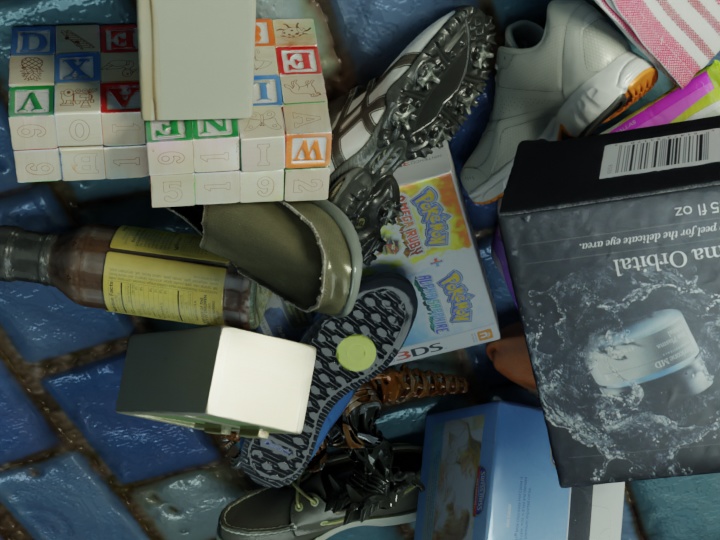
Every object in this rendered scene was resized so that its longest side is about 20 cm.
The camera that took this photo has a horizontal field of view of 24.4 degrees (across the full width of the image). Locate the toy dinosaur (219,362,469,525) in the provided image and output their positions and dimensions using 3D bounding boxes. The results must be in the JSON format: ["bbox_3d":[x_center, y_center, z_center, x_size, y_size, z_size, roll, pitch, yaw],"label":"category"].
[{"bbox_3d":[-0.009,0.128,1.354,0.199,0.136,0.102,-17,-178,11],"label":"toy dinosaur"}]

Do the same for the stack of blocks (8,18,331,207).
[{"bbox_3d":[-0.123,-0.101,1.070,0.199,0.115,0.059,-3,138,-7],"label":"stack of blocks"}]

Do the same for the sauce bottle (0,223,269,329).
[{"bbox_3d":[-0.164,-0.001,1.182,0.199,0.065,0.065,9,139,11],"label":"sauce bottle"}]

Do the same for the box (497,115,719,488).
[{"bbox_3d":[0.206,0.016,1.045,0.196,0.118,0.201,-8,114,17],"label":"box"}]

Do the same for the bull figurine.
[{"bbox_3d":[0.198,0.066,1.312,0.199,0.065,0.121,-4,151,38],"label":"bull figurine"}]

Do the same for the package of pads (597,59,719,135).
[{"bbox_3d":[0.237,-0.067,1.167,0.154,0.068,0.200,-33,157,24],"label":"package of pads"}]

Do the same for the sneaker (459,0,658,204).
[{"bbox_3d":[0.119,-0.120,1.139,0.076,0.092,0.200,-31,174,-36],"label":"sneaker"}]

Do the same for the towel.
[{"bbox_3d":[0.229,-0.223,1.019,0.200,0.030,0.146,-47,130,7],"label":"towel"}]

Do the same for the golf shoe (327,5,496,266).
[{"bbox_3d":[0.010,-0.104,1.126,0.078,0.094,0.200,26,102,-50],"label":"golf shoe"}]

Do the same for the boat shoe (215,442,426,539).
[{"bbox_3d":[-0.030,0.196,1.448,0.201,0.072,0.060,-12,137,-6],"label":"boat shoe"}]

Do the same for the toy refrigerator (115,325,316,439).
[{"bbox_3d":[-0.112,0.085,1.232,0.076,0.070,0.200,15,169,-25],"label":"toy refrigerator"}]

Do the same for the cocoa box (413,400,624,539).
[{"bbox_3d":[0.128,0.220,1.380,0.131,0.201,0.133,13,165,-23],"label":"cocoa box"}]

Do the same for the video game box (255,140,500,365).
[{"bbox_3d":[0.000,0.000,1.256,0.181,0.047,0.200,-16,138,5],"label":"video game box"}]

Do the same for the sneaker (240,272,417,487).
[{"bbox_3d":[-0.028,0.072,1.263,0.066,0.079,0.200,32,110,-10],"label":"sneaker"}]

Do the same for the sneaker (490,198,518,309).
[{"bbox_3d":[0.160,0.027,1.231,0.080,0.201,0.089,-24,163,-28],"label":"sneaker"}]

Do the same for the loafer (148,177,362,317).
[{"bbox_3d":[-0.074,-0.025,1.101,0.069,0.200,0.076,-9,119,-38],"label":"loafer"}]

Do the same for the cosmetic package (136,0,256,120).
[{"bbox_3d":[-0.098,-0.195,0.982,0.073,0.104,0.201,-3,137,-7],"label":"cosmetic package"}]
